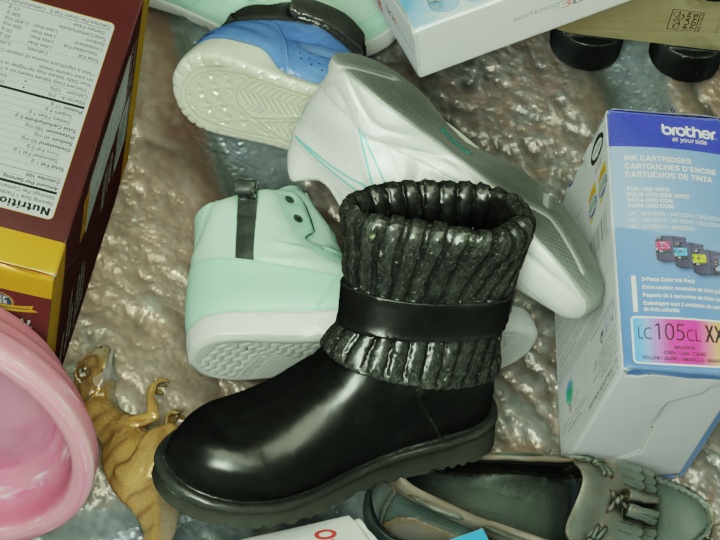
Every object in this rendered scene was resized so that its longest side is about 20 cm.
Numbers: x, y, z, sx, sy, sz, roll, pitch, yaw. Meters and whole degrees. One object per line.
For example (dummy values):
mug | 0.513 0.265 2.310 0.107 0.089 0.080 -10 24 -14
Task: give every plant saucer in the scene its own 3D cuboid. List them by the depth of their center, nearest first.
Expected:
plant saucer | -0.231 0.068 1.433 0.200 0.201 0.051 15 51 -1

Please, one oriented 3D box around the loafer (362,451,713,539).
loafer | 0.104 0.134 1.528 0.200 0.063 0.072 5 60 -7

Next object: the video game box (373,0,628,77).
video game box | 0.088 -0.218 1.637 0.200 0.047 0.182 -20 49 -10

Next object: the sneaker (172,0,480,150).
sneaker | -0.001 -0.099 1.614 0.200 0.077 0.111 21 34 8

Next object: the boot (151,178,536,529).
boot | -0.010 0.038 1.443 0.211 0.158 0.079 -16 41 -27

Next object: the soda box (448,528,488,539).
soda box | 0.071 0.244 1.460 0.068 0.064 0.200 -17 65 -19

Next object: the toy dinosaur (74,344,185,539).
toy dinosaur | -0.110 0.117 1.497 0.106 0.060 0.200 -5 33 -16

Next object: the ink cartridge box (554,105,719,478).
ink cartridge box | 0.161 0.001 1.571 0.076 0.136 0.200 3 61 -11

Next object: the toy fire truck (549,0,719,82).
toy fire truck | 0.206 -0.233 1.731 0.176 0.129 0.200 6 48 -6

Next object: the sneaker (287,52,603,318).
sneaker | 0.047 -0.033 1.521 0.200 0.080 0.070 39 20 9

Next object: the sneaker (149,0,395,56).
sneaker | -0.064 -0.194 1.654 0.200 0.118 0.074 15 58 -2

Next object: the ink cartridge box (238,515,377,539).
ink cartridge box | -0.072 0.207 1.407 0.200 0.083 0.147 -11 21 -15

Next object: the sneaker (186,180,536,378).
sneaker | 0.000 0.000 1.573 0.200 0.074 0.118 2 57 -10

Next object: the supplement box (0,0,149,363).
supplement box | -0.209 -0.046 1.500 0.133 0.197 0.200 15 59 -1
